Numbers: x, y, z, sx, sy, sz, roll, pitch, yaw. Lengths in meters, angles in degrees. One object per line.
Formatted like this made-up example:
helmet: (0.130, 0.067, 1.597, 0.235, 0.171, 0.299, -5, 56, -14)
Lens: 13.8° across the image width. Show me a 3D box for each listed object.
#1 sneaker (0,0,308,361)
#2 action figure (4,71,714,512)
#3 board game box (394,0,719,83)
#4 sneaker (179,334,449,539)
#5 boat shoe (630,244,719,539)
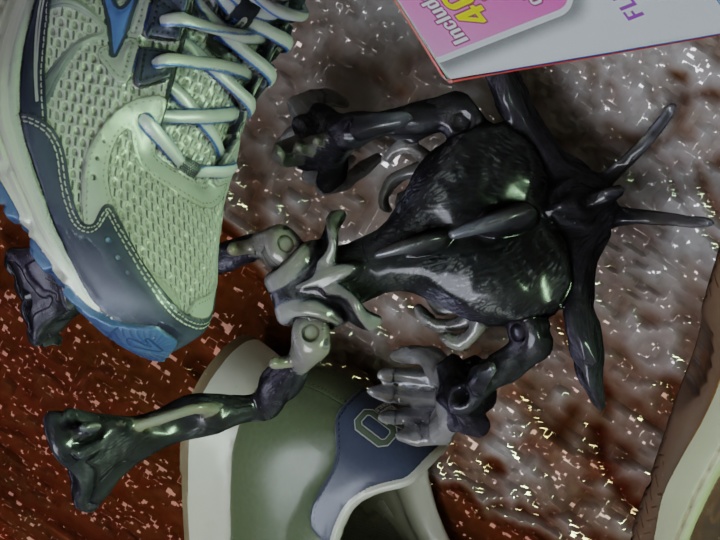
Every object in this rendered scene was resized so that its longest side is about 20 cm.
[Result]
sneaker: (-0.053, -0.073, 0.810, 0.085, 0.200, 0.077, -21, 149, 25)
action figure: (0.000, 0.000, 0.881, 0.200, 0.102, 0.119, -17, 90, -1)
board game box: (0.063, -0.123, 0.668, 0.200, 0.040, 0.153, -6, 129, 44)
sneaker: (-0.007, 0.120, 0.995, 0.090, 0.067, 0.201, 16, 127, 27)
boat shoe: (0.128, 0.045, 0.858, 0.075, 0.075, 0.203, 19, 131, 10)
